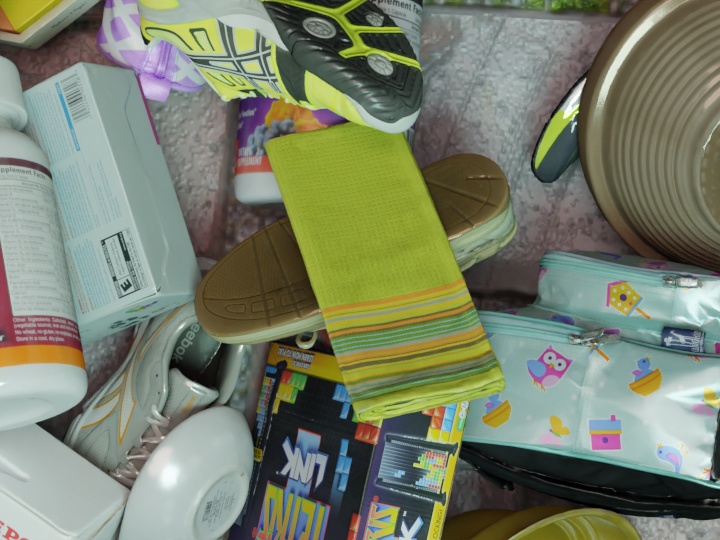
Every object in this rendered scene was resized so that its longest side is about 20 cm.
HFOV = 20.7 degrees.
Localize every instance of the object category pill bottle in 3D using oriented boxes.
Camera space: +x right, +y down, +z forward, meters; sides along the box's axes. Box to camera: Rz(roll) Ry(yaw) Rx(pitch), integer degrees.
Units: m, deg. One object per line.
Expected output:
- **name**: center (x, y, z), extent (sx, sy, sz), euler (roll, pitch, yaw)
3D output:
- **pill bottle**: center (-0.224, -0.015, 1.126), extent (0.108, 0.110, 0.202), euler (-14, 76, 4)
- **pill bottle**: center (-0.018, -0.138, 1.224), extent (0.110, 0.111, 0.203), euler (3, 86, 5)

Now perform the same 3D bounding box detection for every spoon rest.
- **spoon rest**: center (-0.119, 0.171, 1.217), extent (0.060, 0.099, 0.202), euler (29, 113, 30)

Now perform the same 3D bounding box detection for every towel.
- **towel**: center (0.011, -0.007, 1.101), extent (0.085, 0.018, 0.201), euler (-11, 54, -13)

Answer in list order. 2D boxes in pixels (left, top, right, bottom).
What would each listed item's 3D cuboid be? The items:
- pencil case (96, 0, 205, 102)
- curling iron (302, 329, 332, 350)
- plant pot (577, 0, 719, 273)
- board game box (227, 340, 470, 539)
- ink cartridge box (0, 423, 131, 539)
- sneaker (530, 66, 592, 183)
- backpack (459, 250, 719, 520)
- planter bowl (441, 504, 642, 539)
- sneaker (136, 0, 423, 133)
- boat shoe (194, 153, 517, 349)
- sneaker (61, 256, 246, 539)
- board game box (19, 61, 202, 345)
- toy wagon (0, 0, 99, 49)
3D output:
- **pencil case**: center (-0.101, -0.211, 1.221), extent (0.083, 0.086, 0.202), euler (10, 114, -24)
- **curling iron**: center (-0.007, 0.029, 1.192), extent (0.025, 0.199, 0.050), euler (34, 81, -38)
- **plant pot**: center (0.234, -0.076, 1.168), extent (0.198, 0.093, 0.203), euler (-2, 112, -5)
- **board game box**: center (-0.016, 0.134, 1.163), extent (0.056, 0.200, 0.167), euler (15, 86, -22)
- **ink cartridge box**: center (-0.247, 0.185, 1.201), extent (0.145, 0.084, 0.201), euler (33, 114, 7)
- **sneaker**: center (0.193, -0.112, 1.226), extent (0.199, 0.074, 0.081), euler (-36, 88, 4)
- **backpack**: center (0.148, 0.068, 1.165), extent (0.198, 0.176, 0.155), euler (1, 84, 14)
- **planter bowl**: center (0.072, 0.207, 1.185), extent (0.201, 0.200, 0.083), euler (-53, 49, 0)
- **sneaker**: center (-0.047, -0.130, 1.147), extent (0.199, 0.075, 0.077), euler (34, 128, 23)
- **boat shoe**: center (0.000, 0.000, 1.164), extent (0.198, 0.063, 0.074), euler (-21, 56, 4)
- **sneaker**: center (-0.125, 0.089, 1.218), extent (0.075, 0.092, 0.202), euler (23, 90, -23)
- **board game box**: center (-0.209, -0.021, 1.220), extent (0.198, 0.064, 0.149), euler (-22, 82, 25)
- **toy wagon**: center (-0.239, -0.242, 1.273), extent (0.155, 0.040, 0.201), euler (-35, 77, 11)
